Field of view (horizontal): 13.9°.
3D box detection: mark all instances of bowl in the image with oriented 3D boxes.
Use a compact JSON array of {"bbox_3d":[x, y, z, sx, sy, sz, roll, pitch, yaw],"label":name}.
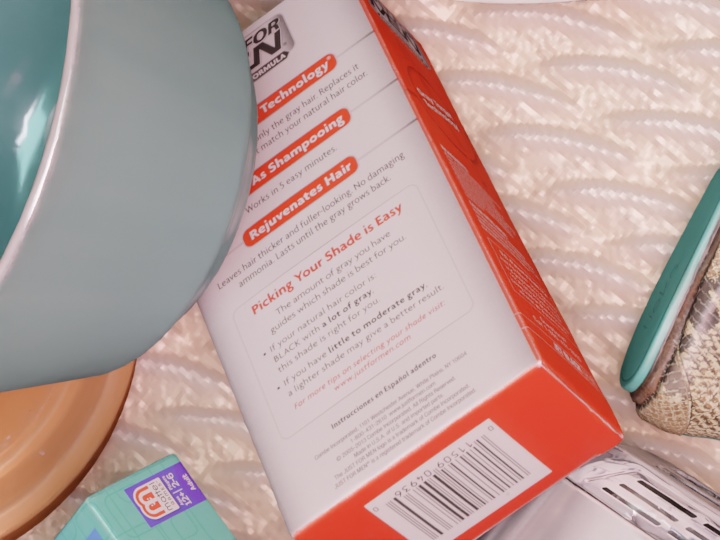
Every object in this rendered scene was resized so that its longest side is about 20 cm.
[{"bbox_3d":[-0.107,-0.043,0.975,0.201,0.105,0.201,-24,59,48],"label":"bowl"}]

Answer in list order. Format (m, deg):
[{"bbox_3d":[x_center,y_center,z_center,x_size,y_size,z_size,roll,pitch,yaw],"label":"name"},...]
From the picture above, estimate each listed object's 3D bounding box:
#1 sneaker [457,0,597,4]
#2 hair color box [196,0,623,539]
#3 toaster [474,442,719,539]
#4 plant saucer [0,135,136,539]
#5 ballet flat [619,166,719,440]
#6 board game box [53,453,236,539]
[{"bbox_3d":[0.009,-0.143,0.997,0.199,0.074,0.082,10,110,-6],"label":"sneaker"},{"bbox_3d":[0.000,0.000,0.982,0.101,0.061,0.200,-35,48,13],"label":"hair color box"},{"bbox_3d":[0.105,0.144,0.960,0.200,0.114,0.129,34,94,19],"label":"toaster"},{"bbox_3d":[-0.178,0.012,1.051,0.200,0.032,0.201,2,72,-6],"label":"plant saucer"},{"bbox_3d":[0.149,-0.036,0.990,0.075,0.068,0.201,16,97,-4],"label":"ballet flat"},{"bbox_3d":[-0.075,0.179,0.997,0.152,0.045,0.200,52,134,14],"label":"board game box"}]
